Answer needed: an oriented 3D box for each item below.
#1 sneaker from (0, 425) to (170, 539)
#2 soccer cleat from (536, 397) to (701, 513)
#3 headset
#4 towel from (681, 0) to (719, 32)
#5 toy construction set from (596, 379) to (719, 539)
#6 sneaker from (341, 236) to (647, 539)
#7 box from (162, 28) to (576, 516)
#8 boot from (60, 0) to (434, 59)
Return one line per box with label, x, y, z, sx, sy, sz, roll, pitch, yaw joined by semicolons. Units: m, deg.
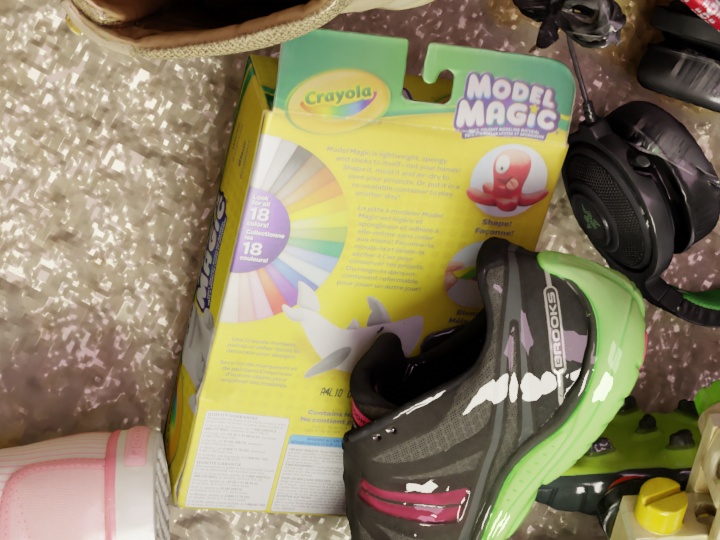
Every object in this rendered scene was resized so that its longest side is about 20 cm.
sneaker;-0.122;0.157;0.754;0.104;0.075;0.202;-2;106;-3
soccer cleat;0.155;0.097;0.822;0.199;0.068;0.082;1;104;-19
headset;0.132;-0.055;0.781;0.200;0.094;0.124;36;87;-30
towel;0.134;-0.145;0.759;0.200;0.022;0.145;35;46;-17
toy construction set;0.153;0.122;0.747;0.130;0.092;0.201;-2;118;-11
sneaker;0.025;0.067;0.728;0.083;0.077;0.201;30;112;-7
box;0.000;0.000;0.737;0.117;0.048;0.201;5;123;-18
boot;-0.076;-0.114;0.645;0.199;0.155;0.073;13;107;14
